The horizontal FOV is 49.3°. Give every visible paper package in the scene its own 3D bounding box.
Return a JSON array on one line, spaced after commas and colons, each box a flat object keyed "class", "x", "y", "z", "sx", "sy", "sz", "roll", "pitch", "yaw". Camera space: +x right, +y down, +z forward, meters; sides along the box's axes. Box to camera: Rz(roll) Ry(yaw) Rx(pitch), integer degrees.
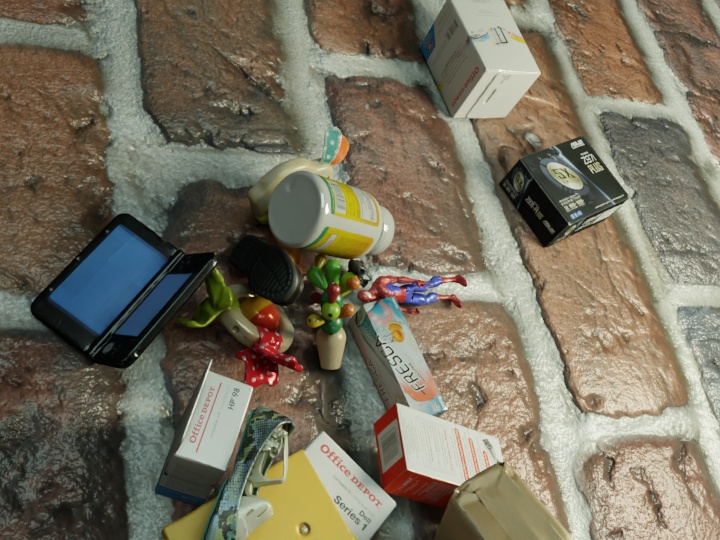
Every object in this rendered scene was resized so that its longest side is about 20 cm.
[{"class": "paper package", "x": 0.189, "y": 0.386, "z": 1.019, "sx": 0.103, "sy": 0.201, "sz": 0.191, "roll": -23, "pitch": 55, "yaw": -29}]

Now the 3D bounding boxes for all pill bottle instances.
[{"class": "pill bottle", "x": -0.037, "y": -0.077, "z": 1.194, "sx": 0.200, "sy": 0.113, "sz": 0.113, "roll": 11, "pitch": 52, "yaw": -53}]

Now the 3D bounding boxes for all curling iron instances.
[{"class": "curling iron", "x": 0.000, "y": 0.000, "z": 1.213, "sx": 0.050, "sy": 0.200, "sz": 0.026, "roll": 45, "pitch": 86, "yaw": 0}]

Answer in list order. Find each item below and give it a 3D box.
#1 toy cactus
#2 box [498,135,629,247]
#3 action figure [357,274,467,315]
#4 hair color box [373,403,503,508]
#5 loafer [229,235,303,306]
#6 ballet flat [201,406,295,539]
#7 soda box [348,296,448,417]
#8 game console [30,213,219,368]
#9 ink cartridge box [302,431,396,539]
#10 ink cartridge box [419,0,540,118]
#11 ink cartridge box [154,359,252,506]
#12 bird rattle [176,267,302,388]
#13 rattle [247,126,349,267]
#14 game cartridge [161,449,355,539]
[{"class": "toy cactus", "x": -0.052, "y": 0.066, "z": 1.176, "sx": 0.102, "sy": 0.200, "sz": 0.166, "roll": -2, "pitch": 101, "yaw": -13}, {"class": "box", "x": 0.406, "y": -0.160, "z": 1.556, "sx": 0.199, "sy": 0.086, "sz": 0.164, "roll": -21, "pitch": 71, "yaw": -33}, {"class": "action figure", "x": 0.085, "y": 0.038, "z": 1.299, "sx": 0.199, "sy": 0.066, "sz": 0.052, "roll": -1, "pitch": 31, "yaw": -25}, {"class": "hair color box", "x": 0.119, "y": 0.277, "z": 1.125, "sx": 0.199, "sy": 0.064, "sz": 0.111, "roll": 23, "pitch": 37, "yaw": -27}, {"class": "loafer", "x": -0.127, "y": 0.003, "z": 1.162, "sx": 0.073, "sy": 0.200, "sz": 0.071, "roll": -50, "pitch": 123, "yaw": -1}, {"class": "ballet flat", "x": -0.126, "y": 0.253, "z": 0.918, "sx": 0.074, "sy": 0.074, "sz": 0.201, "roll": 23, "pitch": 57, "yaw": -10}, {"class": "soda box", "x": 0.056, "y": 0.146, "z": 1.214, "sx": 0.063, "sy": 0.068, "sz": 0.201, "roll": -14, "pitch": 68, "yaw": -31}, {"class": "game console", "x": -0.322, "y": 0.019, "z": 1.071, "sx": 0.117, "sy": 0.175, "sz": 0.200, "roll": 49, "pitch": 62, "yaw": -25}, {"class": "ink cartridge box", "x": -0.071, "y": 0.335, "z": 1.029, "sx": 0.145, "sy": 0.084, "sz": 0.200, "roll": 43, "pitch": 53, "yaw": 6}, {"class": "ink cartridge box", "x": 0.243, "y": -0.434, "z": 1.612, "sx": 0.144, "sy": 0.147, "sz": 0.201, "roll": -6, "pitch": 64, "yaw": -28}, {"class": "ink cartridge box", "x": -0.193, "y": 0.207, "z": 0.979, "sx": 0.066, "sy": 0.200, "sz": 0.116, "roll": 22, "pitch": 54, "yaw": -10}, {"class": "bird rattle", "x": -0.152, "y": 0.074, "z": 1.134, "sx": 0.199, "sy": 0.113, "sz": 0.163, "roll": 34, "pitch": 21, "yaw": 10}, {"class": "rattle", "x": -0.070, "y": -0.121, "z": 1.254, "sx": 0.199, "sy": 0.131, "sz": 0.143, "roll": -30, "pitch": 49, "yaw": -13}, {"class": "game cartridge", "x": -0.110, "y": 0.338, "z": 0.941, "sx": 0.199, "sy": 0.032, "sz": 0.177, "roll": -24, "pitch": 72, "yaw": -29}]
